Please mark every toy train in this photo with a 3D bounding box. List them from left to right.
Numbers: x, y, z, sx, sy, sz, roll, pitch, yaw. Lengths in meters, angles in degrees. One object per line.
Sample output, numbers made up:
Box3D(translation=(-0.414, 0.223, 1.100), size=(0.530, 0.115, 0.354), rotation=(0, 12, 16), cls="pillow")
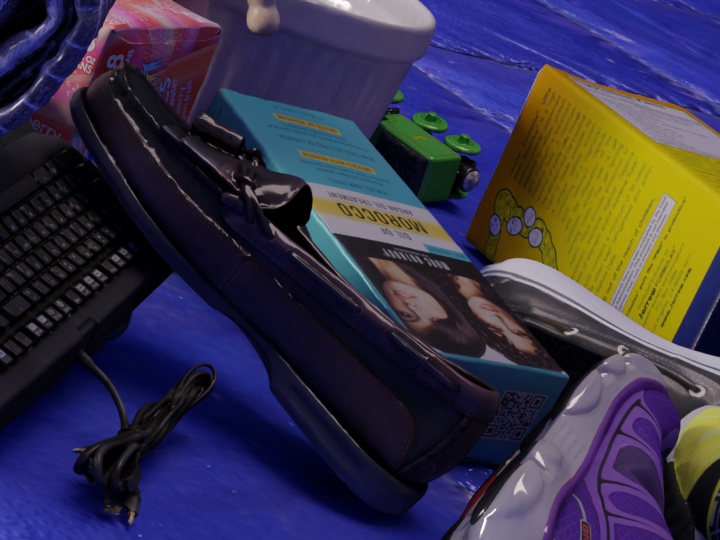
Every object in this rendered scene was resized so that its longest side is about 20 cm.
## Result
Box3D(translation=(-0.007, -0.096, 1.310), size=(0.056, 0.042, 0.200), rotation=(-7, 33, -42), cls="toy train")

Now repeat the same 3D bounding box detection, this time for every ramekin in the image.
Box3D(translation=(-0.069, -0.127, 1.197), size=(0.200, 0.105, 0.200), rotation=(23, 16, -7), cls="ramekin")

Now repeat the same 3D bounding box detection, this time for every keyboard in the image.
Box3D(translation=(-0.102, 0.017, 0.752), size=(0.127, 0.021, 0.200), rotation=(45, 24, -3), cls="keyboard")

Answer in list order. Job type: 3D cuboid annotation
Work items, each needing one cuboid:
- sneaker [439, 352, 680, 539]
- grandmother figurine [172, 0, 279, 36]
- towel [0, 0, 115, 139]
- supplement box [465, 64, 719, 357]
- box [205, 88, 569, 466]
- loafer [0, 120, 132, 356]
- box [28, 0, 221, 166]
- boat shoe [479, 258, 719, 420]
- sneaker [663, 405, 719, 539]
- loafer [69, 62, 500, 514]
Box3D(translation=(0.083, 0.096, 0.798), size=(0.083, 0.081, 0.200), rotation=(42, 25, 4), cls="sneaker")
Box3D(translation=(-0.092, -0.149, 1.058), size=(0.121, 0.201, 0.061), rotation=(22, 16, -5), cls="grandmother figurine")
Box3D(translation=(-0.162, -0.068, 0.737), size=(0.086, 0.200, 0.166), rotation=(50, 14, -16), cls="towel")
Box3D(translation=(0.162, -0.010, 1.144), size=(0.109, 0.110, 0.200), rotation=(13, 20, -34), cls="supplement box")
Box3D(translation=(0.000, 0.000, 0.940), size=(0.082, 0.049, 0.200), rotation=(11, 28, -39), cls="box")
Box3D(translation=(-0.153, -0.033, 0.858), size=(0.072, 0.063, 0.200), rotation=(19, 32, -53), cls="loafer")
Box3D(translation=(-0.177, -0.107, 0.981), size=(0.200, 0.103, 0.095), rotation=(31, 17, 21), cls="box")
Box3D(translation=(0.123, 0.063, 0.954), size=(0.200, 0.069, 0.057), rotation=(28, 36, 18), cls="boat shoe")
Box3D(translation=(0.170, 0.103, 0.827), size=(0.075, 0.077, 0.200), rotation=(18, 23, -20), cls="sneaker")
Box3D(translation=(-0.026, -0.005, 0.817), size=(0.200, 0.063, 0.072), rotation=(52, 15, 8), cls="loafer")
